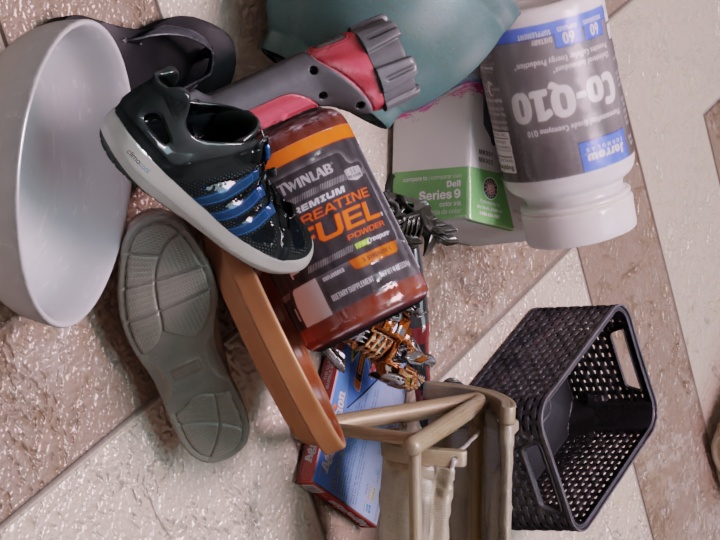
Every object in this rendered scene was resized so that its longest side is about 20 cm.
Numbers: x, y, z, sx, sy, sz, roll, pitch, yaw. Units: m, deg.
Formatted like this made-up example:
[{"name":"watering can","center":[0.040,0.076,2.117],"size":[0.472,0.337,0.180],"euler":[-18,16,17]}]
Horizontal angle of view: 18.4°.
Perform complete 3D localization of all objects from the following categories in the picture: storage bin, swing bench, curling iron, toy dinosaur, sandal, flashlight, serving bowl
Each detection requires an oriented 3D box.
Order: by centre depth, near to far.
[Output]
[{"name":"serving bowl","center":[-0.212,-0.065,1.448],"size":[0.200,0.065,0.202],"euler":[6,90,-75]},{"name":"sandal","center":[-0.149,-0.145,1.589],"size":[0.200,0.043,0.077],"euler":[-9,95,-56]},{"name":"flashlight","center":[-0.058,-0.116,1.596],"size":[0.068,0.199,0.068],"euler":[59,-9,29]},{"name":"swing bench","center":[0.051,0.205,1.751],"size":[0.199,0.129,0.201],"euler":[-11,104,-52]},{"name":"toy dinosaur","center":[0.000,0.000,1.752],"size":[0.136,0.102,0.200],"euler":[-45,127,-18]},{"name":"curling iron","center":[0.056,0.044,1.855],"size":[0.049,0.026,0.201],"euler":[-15,98,-18]},{"name":"storage bin","center":[0.179,0.132,2.010],"size":[0.200,0.093,0.136],"euler":[-46,124,-46]}]

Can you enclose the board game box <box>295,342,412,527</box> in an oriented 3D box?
[{"name":"board game box","center":[0.002,0.098,1.814],"size":[0.103,0.019,0.201],"euler":[42,54,-48]}]

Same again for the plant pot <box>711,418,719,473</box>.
[{"name":"plant pot","center":[0.470,0.153,2.386],"size":[0.200,0.187,0.188],"euler":[-37,118,-35]}]

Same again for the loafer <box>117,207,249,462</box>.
[{"name":"loafer","center":[-0.131,0.042,1.586],"size":[0.063,0.071,0.201],"euler":[-117,-169,-63]}]

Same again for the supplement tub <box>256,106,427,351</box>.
[{"name":"supplement tub","center":[-0.036,-0.047,1.668],"size":[0.107,0.107,0.201],"euler":[-23,85,-54]}]

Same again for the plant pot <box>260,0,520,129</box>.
[{"name":"plant pot","center":[0.005,-0.195,1.716],"size":[0.200,0.200,0.135],"euler":[35,86,-49]}]

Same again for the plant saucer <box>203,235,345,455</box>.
[{"name":"plant saucer","center":[-0.067,0.044,1.619],"size":[0.201,0.032,0.200],"euler":[63,1,-1]}]

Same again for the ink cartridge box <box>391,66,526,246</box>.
[{"name":"ink cartridge box","center":[0.099,-0.131,1.918],"size":[0.145,0.087,0.202],"euler":[11,76,-54]}]

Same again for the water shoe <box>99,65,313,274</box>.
[{"name":"water shoe","center":[-0.084,-0.064,1.497],"size":[0.200,0.079,0.072],"euler":[32,21,-43]}]

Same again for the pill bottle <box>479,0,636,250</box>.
[{"name":"pill bottle","center":[0.165,-0.126,1.839],"size":[0.114,0.113,0.201],"euler":[-29,110,-53]}]
